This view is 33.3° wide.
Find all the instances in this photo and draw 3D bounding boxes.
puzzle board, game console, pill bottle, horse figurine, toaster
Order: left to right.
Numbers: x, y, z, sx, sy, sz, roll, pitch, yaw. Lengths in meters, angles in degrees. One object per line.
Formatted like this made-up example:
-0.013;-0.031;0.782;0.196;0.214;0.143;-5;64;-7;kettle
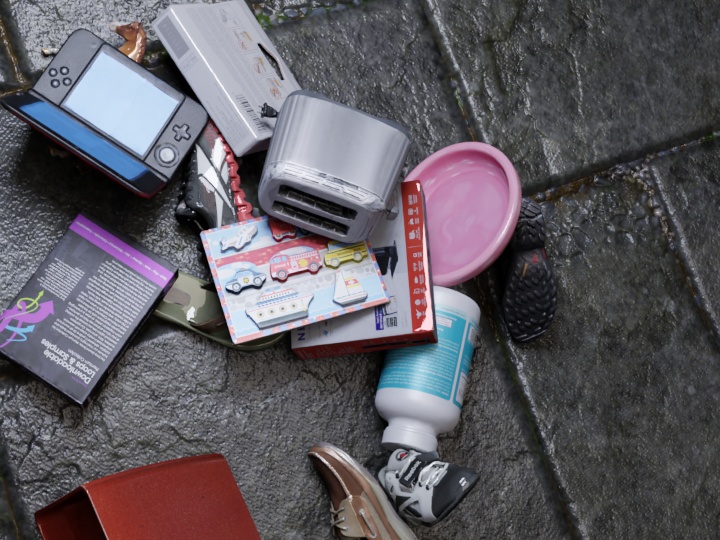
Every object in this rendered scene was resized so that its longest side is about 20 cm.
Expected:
-0.324;-0.211;1.495;0.130;0.050;0.204;-4;77;-15;horse figurine
-0.291;-0.188;1.408;0.198;0.119;0.174;33;71;-6;game console
-0.079;-0.005;1.448;0.197;0.017;0.153;-15;66;-14;puzzle board
-0.041;-0.124;1.437;0.197;0.114;0.131;20;57;-8;toaster
0.081;0.129;1.518;0.109;0.111;0.203;19;70;-14;pill bottle

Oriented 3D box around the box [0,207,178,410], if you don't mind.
-0.326;0.043;1.420;0.142;0.036;0.201;31;67;7;box

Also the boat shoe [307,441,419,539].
-0.002;0.298;1.467;0.072;0.076;0.201;-39;90;-21;boat shoe

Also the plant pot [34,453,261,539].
-0.220;0.310;1.333;0.175;0.199;0.202;-22;84;-36;plant pot

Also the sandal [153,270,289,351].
-0.176;0.046;1.476;0.198;0.057;0.081;15;70;-14;sandal

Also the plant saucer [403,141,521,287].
0.126;-0.067;1.559;0.051;0.198;0.204;34;63;-46;plant saucer

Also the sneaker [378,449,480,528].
0.071;0.252;1.434;0.074;0.200;0.089;-39;90;-28;sneaker

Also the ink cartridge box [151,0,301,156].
-0.155;-0.251;1.546;0.202;0.044;0.176;57;28;3;ink cartridge box

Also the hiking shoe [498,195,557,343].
0.221;-0.007;1.618;0.074;0.101;0.204;-3;106;2;hiking shoe

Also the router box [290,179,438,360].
0.000;0.000;1.498;0.176;0.049;0.203;-8;68;9;router box

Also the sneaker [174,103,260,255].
-0.193;-0.109;1.502;0.097;0.071;0.204;-15;83;-24;sneaker
